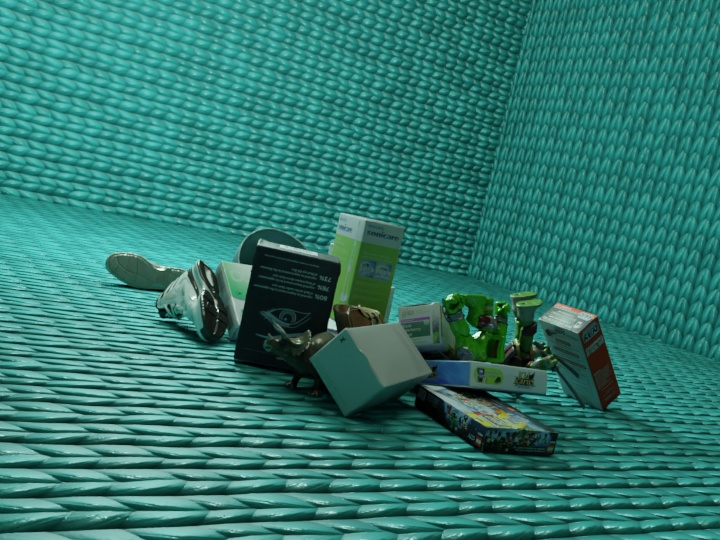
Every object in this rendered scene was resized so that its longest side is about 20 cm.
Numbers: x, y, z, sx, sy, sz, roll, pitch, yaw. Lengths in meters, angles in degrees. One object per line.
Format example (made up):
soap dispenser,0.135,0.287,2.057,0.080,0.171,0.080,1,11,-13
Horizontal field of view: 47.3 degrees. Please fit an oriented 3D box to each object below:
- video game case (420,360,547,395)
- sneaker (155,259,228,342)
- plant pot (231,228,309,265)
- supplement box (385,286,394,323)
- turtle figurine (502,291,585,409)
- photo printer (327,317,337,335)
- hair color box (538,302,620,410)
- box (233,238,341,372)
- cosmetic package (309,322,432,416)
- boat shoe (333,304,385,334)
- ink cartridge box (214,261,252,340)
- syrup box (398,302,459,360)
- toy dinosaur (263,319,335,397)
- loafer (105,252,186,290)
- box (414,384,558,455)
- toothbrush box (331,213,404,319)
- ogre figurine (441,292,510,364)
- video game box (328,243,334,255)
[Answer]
video game case,0.192,0.185,1.441,0.180,0.046,0.199,12,-10,-33
sneaker,-0.314,0.080,1.521,0.076,0.115,0.201,46,14,-39
plant pot,-0.203,0.030,1.758,0.199,0.202,0.135,9,-32,-36
supplement box,0.001,0.092,1.774,0.073,0.127,0.200,13,5,20
turtle figurine,0.353,0.144,1.586,0.199,0.196,0.144,3,16,34
photo printer,0.010,0.143,1.571,0.198,0.070,0.166,14,6,10
hair color box,0.443,0.173,1.662,0.064,0.201,0.111,-36,29,-21
box,-0.125,0.062,1.401,0.147,0.202,0.104,13,5,-6
cosmetic package,0.021,0.147,1.274,0.108,0.085,0.200,57,22,16
boat shoe,0.003,0.090,1.396,0.073,0.076,0.200,-14,-8,8
ink cartridge box,-0.176,0.067,1.600,0.199,0.050,0.162,8,44,-34
syrup box,0.138,0.128,1.530,0.078,0.082,0.200,-9,-22,20
toy dinosaur,-0.064,0.137,1.297,0.077,0.103,0.199,17,8,38
loafer,-0.479,0.011,1.841,0.199,0.073,0.063,17,-14,-31
box,0.192,0.231,1.286,0.136,0.038,0.200,10,6,-27
toothbrush box,0.000,0.000,1.582,0.085,0.202,0.145,9,4,-22
ogre figurine,0.214,0.107,1.481,0.097,0.121,0.200,-5,-12,18
video game box,-0.036,0.041,1.817,0.046,0.202,0.182,13,5,21
